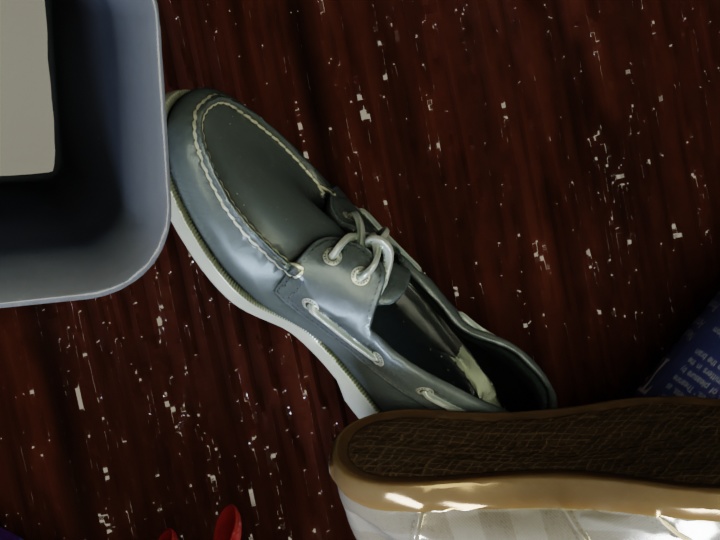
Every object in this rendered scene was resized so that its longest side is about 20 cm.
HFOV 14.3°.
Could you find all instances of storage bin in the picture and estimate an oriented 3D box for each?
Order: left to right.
[{"bbox_3d":[-0.179,-0.066,1.016,0.200,0.134,0.146,-5,101,-12],"label":"storage bin"}]

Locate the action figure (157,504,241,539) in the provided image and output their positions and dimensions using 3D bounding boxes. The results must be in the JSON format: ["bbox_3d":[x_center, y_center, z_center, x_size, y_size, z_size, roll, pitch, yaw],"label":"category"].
[{"bbox_3d":[0.012,0.146,1.129,0.200,0.065,0.052,31,50,-29],"label":"action figure"}]

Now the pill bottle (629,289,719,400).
[{"bbox_3d":[0.150,0.084,1.126,0.111,0.111,0.200,40,89,-16],"label":"pill bottle"}]

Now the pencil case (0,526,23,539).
[{"bbox_3d":[-0.124,0.153,1.094,0.200,0.088,0.088,31,92,-14],"label":"pencil case"}]

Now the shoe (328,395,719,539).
[{"bbox_3d":[0.089,0.085,1.061,0.200,0.070,0.053,1,119,13],"label":"shoe"}]

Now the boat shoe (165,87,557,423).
[{"bbox_3d":[0.000,0.000,1.090,0.200,0.062,0.073,49,44,-21],"label":"boat shoe"}]
